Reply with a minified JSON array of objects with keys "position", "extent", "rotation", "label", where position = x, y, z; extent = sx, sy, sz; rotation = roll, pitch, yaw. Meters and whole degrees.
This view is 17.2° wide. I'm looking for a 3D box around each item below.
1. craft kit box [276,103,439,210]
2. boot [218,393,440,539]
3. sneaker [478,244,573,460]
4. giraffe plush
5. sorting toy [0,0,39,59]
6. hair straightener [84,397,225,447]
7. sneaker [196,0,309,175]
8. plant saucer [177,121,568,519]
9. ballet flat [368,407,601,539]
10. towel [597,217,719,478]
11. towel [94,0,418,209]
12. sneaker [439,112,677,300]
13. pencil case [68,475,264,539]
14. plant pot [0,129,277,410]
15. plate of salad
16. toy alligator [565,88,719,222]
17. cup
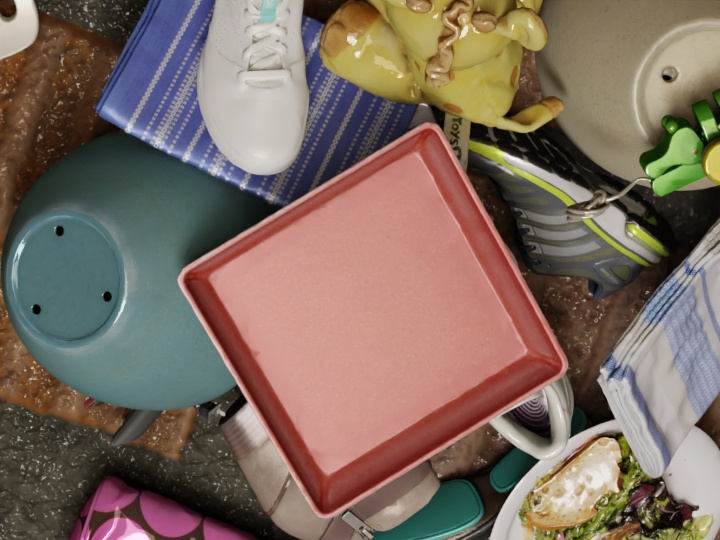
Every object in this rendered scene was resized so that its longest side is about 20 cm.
[{"position":[0.000,0.000,1.711],"extent":[0.199,0.049,0.198],"rotation":[-26,104,6],"label":"craft kit box"},{"position":[0.002,0.108,1.689],"extent":[0.146,0.070,0.200],"rotation":[43,110,-13],"label":"boot"},{"position":[0.093,0.044,1.654],"extent":[0.075,0.100,0.200],"rotation":[-32,105,10],"label":"sneaker"},{"position":[0.055,-0.173,1.554],"extent":[0.171,0.162,0.201],"rotation":[-11,75,-1],"label":"giraffe plush"},{"position":[-0.304,-0.205,1.608],"extent":[0.179,0.107,0.201],"rotation":[-2,124,-15],"label":"sorting toy"},{"position":[-0.110,0.068,1.695],"extent":[0.200,0.041,0.077],"rotation":[-40,78,24],"label":"hair straightener"},{"position":[-0.066,-0.167,1.580],"extent":[0.075,0.089,0.201],"rotation":[2,74,-13],"label":"sneaker"},{"position":[0.008,0.031,1.579],"extent":[0.199,0.037,0.200],"rotation":[-31,106,-4],"label":"plant saucer"},{"position":[0.101,0.178,1.761],"extent":[0.199,0.068,0.069],"rotation":[-29,119,8],"label":"ballet flat"},{"position":[0.244,0.039,1.660],"extent":[0.200,0.024,0.147],"rotation":[-50,143,-16],"label":"towel"},{"position":[-0.065,-0.122,1.621],"extent":[0.199,0.024,0.145],"rotation":[26,64,0],"label":"towel"},{"position":[0.129,-0.041,1.676],"extent":[0.199,0.074,0.081],"rotation":[32,111,-21],"label":"sneaker"},{"position":[-0.121,0.229,1.759],"extent":[0.199,0.091,0.094],"rotation":[22,71,-7],"label":"pencil case"},{"position":[-0.167,0.001,1.616],"extent":[0.199,0.135,0.202],"rotation":[1,94,24],"label":"plant pot"},{"position":[0.187,0.195,1.747],"extent":[0.199,0.048,0.201],"rotation":[-13,125,-19],"label":"plate of salad"},{"position":[0.220,-0.086,1.529],"extent":[0.199,0.059,0.055],"rotation":[-18,108,4],"label":"toy alligator"},{"position":[0.225,-0.137,1.619],"extent":[0.199,0.143,0.202],"rotation":[-1,108,-2],"label":"cup"}]
